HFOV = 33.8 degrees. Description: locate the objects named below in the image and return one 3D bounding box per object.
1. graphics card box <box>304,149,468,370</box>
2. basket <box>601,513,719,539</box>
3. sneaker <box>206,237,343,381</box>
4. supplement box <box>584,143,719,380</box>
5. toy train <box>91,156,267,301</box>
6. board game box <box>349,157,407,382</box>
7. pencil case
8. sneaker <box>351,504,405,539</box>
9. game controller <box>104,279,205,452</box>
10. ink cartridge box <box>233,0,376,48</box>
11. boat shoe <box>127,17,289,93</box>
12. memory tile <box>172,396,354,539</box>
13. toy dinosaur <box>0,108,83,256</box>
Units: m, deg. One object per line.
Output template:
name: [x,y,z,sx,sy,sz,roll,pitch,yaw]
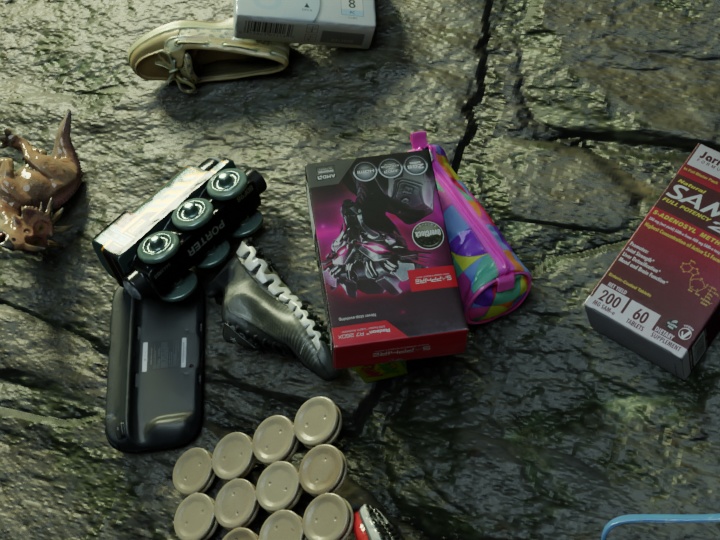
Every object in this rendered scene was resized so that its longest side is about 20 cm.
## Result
graphics card box: [0.021,-0.013,1.108,0.125,0.051,0.200,-7,62,-4]
basket: [0.285,0.286,0.923,0.176,0.139,0.200,-6,94,16]
sneaker: [-0.093,0.058,1.219,0.090,0.066,0.200,-41,56,-1]
supplement box: [0.313,-0.011,1.116,0.109,0.061,0.200,31,77,29]
toy train: [-0.194,-0.050,1.279,0.114,0.085,0.200,25,59,36]
board game box: [0.000,0.000,1.191,0.048,0.102,0.200,-14,62,13]
pencil case: [0.091,-0.041,1.188,0.088,0.088,0.200,-33,62,1]
sneaker: [0.016,0.306,1.057,0.085,0.077,0.200,-27,57,15]
game controller: [-0.218,0.095,1.262,0.104,0.042,0.200,-3,64,1]
ink cartridge box: [-0.067,-0.356,1.382,0.160,0.047,0.200,2,64,-10]
boat shoe: [-0.180,-0.252,1.391,0.200,0.073,0.063,-10,60,13]
memory tile: [-0.097,0.218,1.141,0.200,0.017,0.153,-24,53,21]
toy dinosaur: [-0.372,-0.091,1.378,0.135,0.086,0.200,27,59,17]
